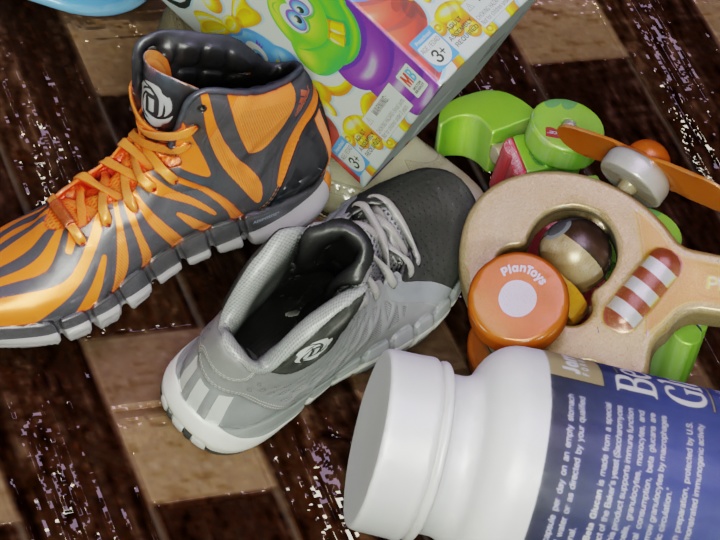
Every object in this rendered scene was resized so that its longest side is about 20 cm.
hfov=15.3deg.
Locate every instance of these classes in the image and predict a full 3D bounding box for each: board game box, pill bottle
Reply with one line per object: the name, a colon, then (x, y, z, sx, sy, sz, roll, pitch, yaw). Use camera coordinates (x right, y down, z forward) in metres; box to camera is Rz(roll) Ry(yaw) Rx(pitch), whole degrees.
board game box: (-0.026, -0.158, 1.271, 0.200, 0.105, 0.103, 43, 56, 3)
pill bottle: (0.098, 0.096, 1.189, 0.199, 0.111, 0.111, 13, 45, -9)

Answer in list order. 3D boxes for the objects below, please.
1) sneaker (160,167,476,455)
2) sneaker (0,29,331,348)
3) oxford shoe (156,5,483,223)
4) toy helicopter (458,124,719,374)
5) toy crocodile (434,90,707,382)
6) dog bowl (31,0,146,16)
sneaker: (0.000, 0.000, 1.219, 0.075, 0.116, 0.200, 43, 58, 8)
sneaker: (-0.108, -0.047, 1.219, 0.200, 0.112, 0.078, -28, 50, -18)
oxford shoe: (-0.019, -0.075, 1.330, 0.200, 0.074, 0.071, 29, 42, 5)
toy helicopter: (0.146, -0.003, 1.252, 0.199, 0.079, 0.133, 9, 69, 6)
toy crocodile: (0.106, -0.019, 1.332, 0.062, 0.068, 0.200, -15, 54, -27)
dog bowl: (-0.183, -0.190, 1.356, 0.199, 0.112, 0.050, 17, 58, -5)
